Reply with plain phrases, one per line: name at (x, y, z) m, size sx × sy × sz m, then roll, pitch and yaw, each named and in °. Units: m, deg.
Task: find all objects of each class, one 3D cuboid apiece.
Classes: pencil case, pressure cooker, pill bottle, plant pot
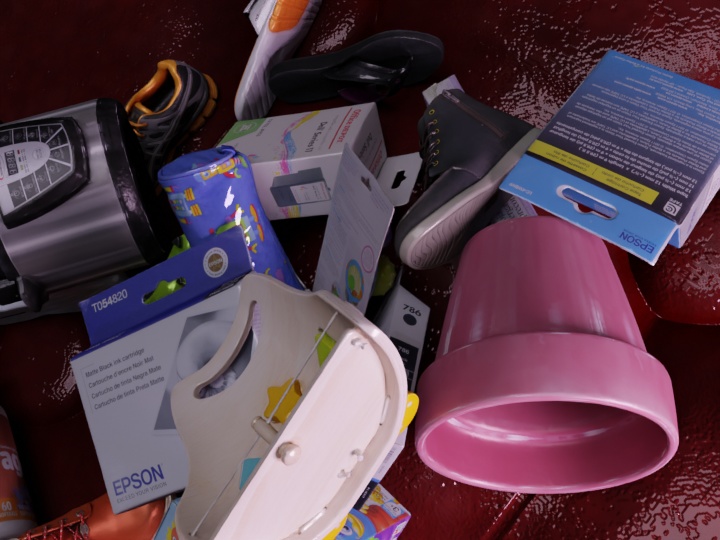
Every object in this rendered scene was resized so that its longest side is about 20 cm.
pencil case at (-0.112, -0.021, 0.799) m, size 0.086 × 0.201 × 0.078 m, roll -25°, pitch 23°, yaw -4°
pressure cooker at (-0.308, -0.063, 0.843) m, size 0.199 × 0.180 × 0.176 m, roll -16°, pitch 23°, yaw -5°
pill bottle at (-0.413, 0.204, 0.881) m, size 0.112 × 0.112 × 0.201 m, roll -31°, pitch 66°, yaw 8°
plant pot at (0.145, 0.064, 0.696) m, size 0.199 × 0.200 × 0.180 m, roll -7°, pitch 55°, yaw 17°

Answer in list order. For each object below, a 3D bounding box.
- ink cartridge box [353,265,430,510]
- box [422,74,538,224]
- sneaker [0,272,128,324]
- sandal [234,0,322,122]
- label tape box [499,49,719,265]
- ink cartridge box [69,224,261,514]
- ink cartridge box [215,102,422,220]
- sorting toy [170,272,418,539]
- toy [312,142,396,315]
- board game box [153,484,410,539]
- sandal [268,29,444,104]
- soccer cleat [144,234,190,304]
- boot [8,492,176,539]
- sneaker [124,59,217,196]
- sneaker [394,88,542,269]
ink cartridge box at (0.019, 0.096, 0.735) m, size 0.039 × 0.100 × 0.201 m, roll 21°, pitch 42°, yaw -5°
box at (0.120, -0.100, 0.828) m, size 0.039 × 0.041 × 0.201 m, roll -28°, pitch 67°, yaw 6°
sneaker at (-0.347, 0.009, 0.943) m, size 0.199 × 0.073 × 0.071 m, roll -10°, pitch 73°, yaw 17°
sandal at (-0.106, -0.263, 0.942) m, size 0.059 × 0.079 × 0.208 m, roll 22°, pitch 83°, yaw 22°
label tape box at (0.230, -0.090, 0.737) m, size 0.143 × 0.066 × 0.200 m, roll 29°, pitch 64°, yaw 24°
ink cartridge box at (-0.160, 0.087, 0.740) m, size 0.199 × 0.041 × 0.201 m, roll -24°, pitch 78°, yaw 21°
ink cartridge box at (-0.044, -0.109, 0.846) m, size 0.199 × 0.068 × 0.117 m, roll -5°, pitch 33°, yaw 18°
sorting toy at (-0.068, 0.092, 0.628) m, size 0.180 × 0.107 × 0.201 m, roll 38°, pitch 97°, yaw 41°
toy at (0.000, 0.000, 0.780) m, size 0.115 × 0.047 × 0.201 m, roll 57°, pitch 138°, yaw 47°
board game box at (-0.067, 0.229, 0.687) m, size 0.103 × 0.199 × 0.105 m, roll 39°, pitch 113°, yaw 26°
sandal at (-0.004, -0.198, 0.889) m, size 0.199 × 0.075 × 0.048 m, roll -8°, pitch 64°, yaw 27°
soccer cleat at (-0.195, 0.036, 0.887) m, size 0.200 × 0.081 × 0.068 m, roll -48°, pitch 68°, yaw 24°
boot at (-0.272, 0.263, 0.816) m, size 0.200 × 0.107 × 0.075 m, roll -36°, pitch 63°, yaw 4°
sneaker at (-0.244, -0.151, 0.957) m, size 0.078 × 0.077 × 0.201 m, roll 30°, pitch 86°, yaw 24°
sneaker at (0.070, -0.083, 0.752) m, size 0.106 × 0.075 × 0.200 m, roll 35°, pitch 53°, yaw 21°
